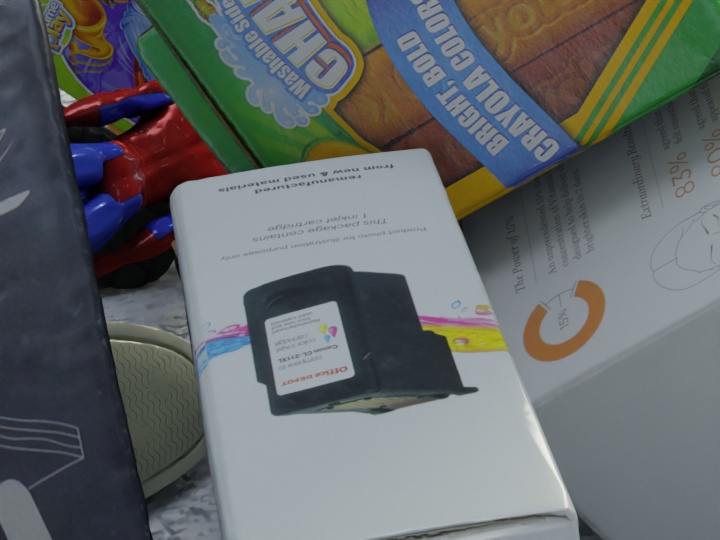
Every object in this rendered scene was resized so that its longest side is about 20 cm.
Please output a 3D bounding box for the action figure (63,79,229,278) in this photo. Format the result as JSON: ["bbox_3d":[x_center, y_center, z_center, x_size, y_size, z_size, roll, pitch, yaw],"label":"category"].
[{"bbox_3d":[-0.100,-0.030,0.829,0.052,0.066,0.200,-21,5,35],"label":"action figure"}]

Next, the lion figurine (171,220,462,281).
[{"bbox_3d":[0.000,0.000,0.809,0.122,0.073,0.200,-16,15,-8],"label":"lion figurine"}]

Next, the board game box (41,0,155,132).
[{"bbox_3d":[-0.041,-0.141,0.922,0.134,0.200,0.045,34,11,-12],"label":"board game box"}]

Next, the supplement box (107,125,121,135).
[{"bbox_3d":[-0.089,-0.151,0.996,0.069,0.201,0.066,12,33,38],"label":"supplement box"}]

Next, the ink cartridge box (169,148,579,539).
[{"bbox_3d":[0.004,0.077,0.618,0.082,0.147,0.200,-9,29,-5],"label":"ink cartridge box"}]

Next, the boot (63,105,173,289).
[{"bbox_3d":[-0.162,-0.072,0.941,0.199,0.068,0.131,24,21,-10],"label":"boot"}]

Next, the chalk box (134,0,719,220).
[{"bbox_3d":[0.014,-0.092,0.717,0.199,0.125,0.124,-30,18,25],"label":"chalk box"}]

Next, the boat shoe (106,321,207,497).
[{"bbox_3d":[-0.143,0.062,0.762,0.199,0.072,0.068,-16,4,-28],"label":"boat shoe"}]

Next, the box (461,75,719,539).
[{"bbox_3d":[0.140,-0.014,0.692,0.199,0.097,0.125,-30,37,21],"label":"box"}]

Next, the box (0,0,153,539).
[{"bbox_3d":[-0.166,0.047,0.639,0.195,0.118,0.201,-11,72,-9],"label":"box"}]
